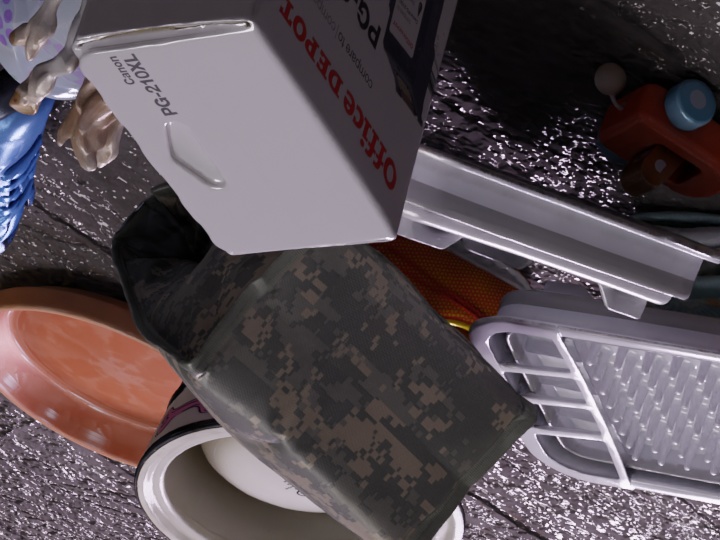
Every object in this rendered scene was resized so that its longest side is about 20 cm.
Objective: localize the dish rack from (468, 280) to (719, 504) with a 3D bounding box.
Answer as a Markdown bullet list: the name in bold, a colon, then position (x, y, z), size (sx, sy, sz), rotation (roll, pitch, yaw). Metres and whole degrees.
- **dish rack**: position (0.166, 0.063, 1.427), size (0.199, 0.044, 0.172), rotation (10, 152, 26)

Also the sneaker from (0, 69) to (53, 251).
- **sneaker**: position (-0.196, -0.058, 1.539), size (0.079, 0.066, 0.200), rotation (53, 153, -5)

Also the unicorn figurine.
- **unicorn figurine**: position (-0.108, -0.138, 1.223), size (0.074, 0.200, 0.138), rotation (8, 125, -38)

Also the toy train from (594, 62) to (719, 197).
- **toy train**: position (0.195, -0.051, 1.283), size (0.150, 0.056, 0.200), rotation (34, 152, -21)

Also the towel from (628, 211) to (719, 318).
- **towel**: position (0.228, 0.039, 1.432), size (0.199, 0.048, 0.171), rotation (7, 148, 31)

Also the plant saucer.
- **plant saucer**: position (-0.153, 0.068, 1.805), size (0.199, 0.032, 0.201), rotation (19, 152, 10)

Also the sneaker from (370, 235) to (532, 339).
- **sneaker**: position (0.000, 0.000, 1.510), size (0.199, 0.077, 0.073), rotation (27, 155, -3)

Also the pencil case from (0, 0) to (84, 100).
- **pencil case**: position (-0.089, -0.133, 1.331), size (0.199, 0.084, 0.091), rotation (-7, 154, 45)

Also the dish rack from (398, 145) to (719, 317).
- **dish rack**: position (0.051, -0.030, 1.316), size (0.199, 0.044, 0.171), rotation (19, -176, -35)

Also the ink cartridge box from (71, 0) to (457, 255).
- **ink cartridge box**: position (-0.027, -0.127, 1.147), size (0.084, 0.201, 0.145), rotation (-3, 144, 27)

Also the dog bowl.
- **dog bowl**: position (-0.032, 0.114, 1.707), size (0.199, 0.074, 0.200), rotation (6, 146, 4)

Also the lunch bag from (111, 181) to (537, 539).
- **lunch bag**: position (-0.029, 0.034, 1.407), size (0.164, 0.118, 0.200), rotation (44, 175, -25)
